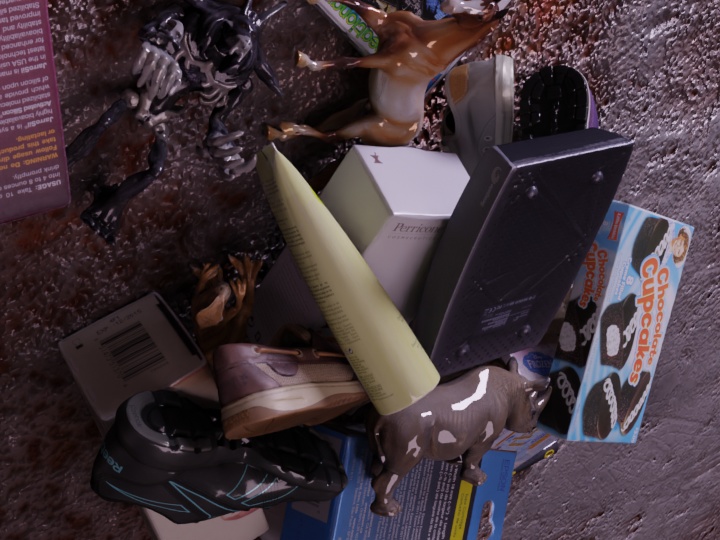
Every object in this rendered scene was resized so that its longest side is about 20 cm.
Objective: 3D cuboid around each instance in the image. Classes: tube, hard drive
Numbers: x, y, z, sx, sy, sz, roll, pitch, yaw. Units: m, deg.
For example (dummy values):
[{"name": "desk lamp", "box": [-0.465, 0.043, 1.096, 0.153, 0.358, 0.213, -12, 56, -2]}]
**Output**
[{"name": "tube", "box": [-0.015, 0.003, 0.813, 0.058, 0.201, 0.052, -27, -172, 35]}, {"name": "hard drive", "box": [0.111, -0.013, 0.865, 0.134, 0.042, 0.201, -14, 139, -35]}]

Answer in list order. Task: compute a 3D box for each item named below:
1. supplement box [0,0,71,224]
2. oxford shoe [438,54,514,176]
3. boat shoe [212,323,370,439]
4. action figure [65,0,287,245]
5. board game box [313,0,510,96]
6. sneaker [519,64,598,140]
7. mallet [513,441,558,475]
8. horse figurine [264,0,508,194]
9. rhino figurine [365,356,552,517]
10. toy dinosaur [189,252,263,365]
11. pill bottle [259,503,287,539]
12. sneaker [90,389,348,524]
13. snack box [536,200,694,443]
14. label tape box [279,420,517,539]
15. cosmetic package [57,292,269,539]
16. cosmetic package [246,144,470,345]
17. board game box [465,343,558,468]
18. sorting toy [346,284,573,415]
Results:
[{"name": "supplement box", "box": [-0.226, -0.134, 0.653, 0.085, 0.110, 0.201, -18, 129, -26]}, {"name": "oxford shoe", "box": [0.092, -0.098, 0.958, 0.057, 0.076, 0.200, 0, 148, 4]}, {"name": "boat shoe", "box": [-0.037, 0.070, 0.854, 0.072, 0.072, 0.200, -29, 167, 31]}, {"name": "action figure", "box": [-0.117, -0.106, 0.768, 0.200, 0.102, 0.119, -46, 125, 2]}, {"name": "board game box", "box": [0.024, -0.220, 0.839, 0.126, 0.035, 0.200, -48, 137, 3]}, {"name": "sneaker", "box": [0.171, -0.062, 0.993, 0.087, 0.075, 0.201, 27, 70, -60]}, {"name": "mallet", "box": [0.130, 0.229, 1.252, 0.199, 0.041, 0.066, -14, 128, -35]}, {"name": "horse figurine", "box": [0.008, -0.127, 0.845, 0.132, 0.050, 0.200, -1, 140, -20]}, {"name": "rhino figurine", "box": [0.082, 0.118, 0.924, 0.199, 0.060, 0.088, -13, 115, -36]}, {"name": "toy dinosaur", "box": [-0.103, 0.049, 0.883, 0.060, 0.107, 0.200, 2, 151, 8]}, {"name": "pill bottle", "box": [-0.034, 0.224, 1.062, 0.110, 0.111, 0.201, -33, 135, -14]}, {"name": "sneaker", "box": [-0.098, 0.138, 0.845, 0.199, 0.076, 0.079, 19, 118, -36]}, {"name": "snack box", "box": [0.220, 0.047, 1.020, 0.116, 0.037, 0.201, 11, 95, -48]}, {"name": "label tape box", "box": [0.031, 0.206, 0.986, 0.199, 0.063, 0.145, 13, 88, -42]}, {"name": "cosmetic package", "box": [-0.147, 0.130, 0.914, 0.087, 0.103, 0.201, -28, 135, -17]}, {"name": "cosmetic package", "box": [0.000, 0.000, 0.910, 0.101, 0.071, 0.200, 0, 140, -37]}, {"name": "board game box", "box": [0.137, 0.134, 1.112, 0.199, 0.041, 0.200, 4, 143, -46]}, {"name": "sorting toy", "box": [0.068, 0.061, 1.041, 0.199, 0.107, 0.180, 4, 127, -46]}]
